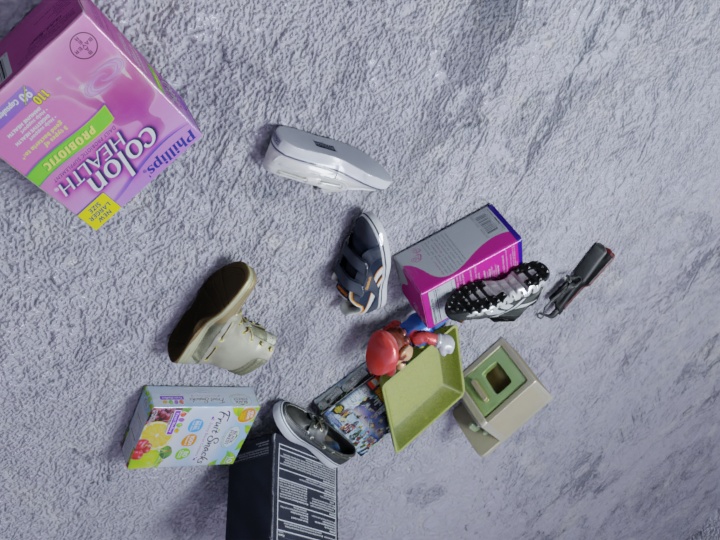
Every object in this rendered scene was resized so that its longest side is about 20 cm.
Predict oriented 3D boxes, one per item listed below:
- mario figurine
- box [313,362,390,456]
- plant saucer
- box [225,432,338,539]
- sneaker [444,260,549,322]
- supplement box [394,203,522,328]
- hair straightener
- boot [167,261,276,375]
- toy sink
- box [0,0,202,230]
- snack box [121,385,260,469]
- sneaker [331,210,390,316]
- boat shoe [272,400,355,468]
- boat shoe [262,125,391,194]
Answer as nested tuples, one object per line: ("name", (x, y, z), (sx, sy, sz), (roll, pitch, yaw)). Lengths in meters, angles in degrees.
("mario figurine", (0.094, 0.124, 1.400), (0.198, 0.107, 0.123), (-34, 178, -20))
("box", (0.010, 0.271, 1.535), (0.136, 0.040, 0.201), (-36, 137, -1))
("plant saucer", (0.111, 0.218, 1.513), (0.199, 0.048, 0.203), (-35, 135, -25))
("box", (-0.141, 0.431, 1.442), (0.121, 0.202, 0.199), (-21, 144, 28))
("sneaker", (0.228, 0.056, 1.318), (0.196, 0.067, 0.092), (-20, 136, -20))
("supplement box", (0.169, -0.007, 1.348), (0.197, 0.102, 0.104), (-26, 139, -9))
("hair straightener", (0.423, 0.023, 1.594), (0.076, 0.041, 0.200), (23, 117, -43))
("boot", (-0.185, 0.080, 1.217), (0.153, 0.073, 0.201), (22, 118, -42))
("toy sink", (0.272, 0.264, 1.634), (0.199, 0.131, 0.112), (-42, 137, 9))
("box", (-0.312, -0.179, 0.886), (0.175, 0.097, 0.200), (-39, 138, 4))
("snack box", (-0.285, 0.263, 1.327), (0.197, 0.053, 0.144), (7, 124, -37))
("sneaker", (0.000, 0.000, 1.261), (0.078, 0.079, 0.203), (-23, 138, -21))
("boat shoe", (-0.082, 0.295, 1.451), (0.056, 0.070, 0.200), (-27, 128, 23))
("boat shoe", (-0.046, -0.141, 1.114), (0.197, 0.073, 0.066), (11, 126, -38))
